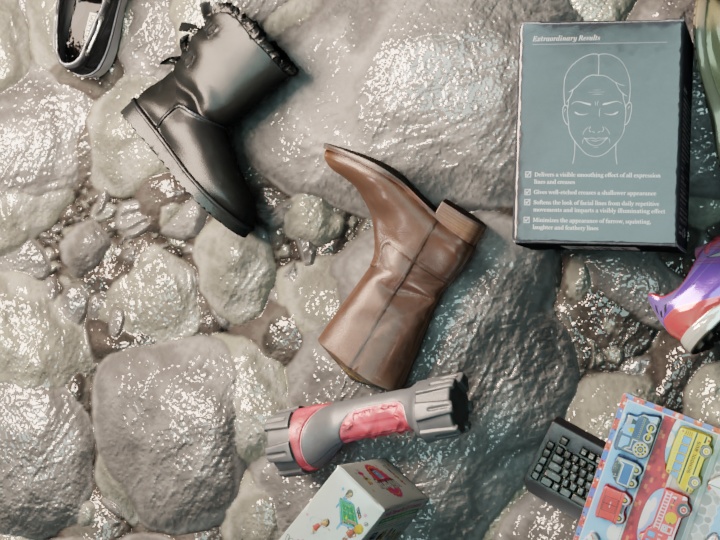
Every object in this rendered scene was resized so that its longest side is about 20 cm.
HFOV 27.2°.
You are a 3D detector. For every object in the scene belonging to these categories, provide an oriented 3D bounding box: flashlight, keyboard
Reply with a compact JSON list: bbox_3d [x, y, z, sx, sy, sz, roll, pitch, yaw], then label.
[{"bbox_3d":[0.007,0.149,1.403,0.199,0.068,0.068,-12,96,28],"label":"flashlight"},{"bbox_3d":[0.261,0.194,1.369,0.199,0.021,0.128,28,95,15],"label":"keyboard"}]

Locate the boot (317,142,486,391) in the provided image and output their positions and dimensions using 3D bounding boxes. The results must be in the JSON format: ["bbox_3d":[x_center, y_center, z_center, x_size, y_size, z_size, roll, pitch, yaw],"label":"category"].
[{"bbox_3d":[0.000,0.000,1.436,0.186,0.064,0.201,32,100,14],"label":"boot"}]

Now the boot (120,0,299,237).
[{"bbox_3d":[-0.128,-0.155,1.478,0.162,0.073,0.198,-44,76,7],"label":"boot"}]

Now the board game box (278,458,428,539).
[{"bbox_3d":[-0.037,0.273,1.387,0.064,0.147,0.200,41,98,17],"label":"board game box"}]

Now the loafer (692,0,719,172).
[{"bbox_3d":[0.344,-0.155,1.338,0.068,0.076,0.201,-12,93,14],"label":"loafer"}]

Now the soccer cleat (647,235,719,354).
[{"bbox_3d":[0.344,-0.017,1.333,0.200,0.068,0.073,-48,68,10],"label":"soccer cleat"}]

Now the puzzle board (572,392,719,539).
[{"bbox_3d":[0.276,0.230,1.347,0.150,0.017,0.201,20,99,18],"label":"puzzle board"}]

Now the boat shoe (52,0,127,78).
[{"bbox_3d":[-0.277,-0.301,1.527,0.071,0.068,0.201,12,91,16],"label":"boat shoe"}]

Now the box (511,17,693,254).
[{"bbox_3d":[0.221,-0.119,1.351,0.147,0.107,0.202,2,89,17],"label":"box"}]
